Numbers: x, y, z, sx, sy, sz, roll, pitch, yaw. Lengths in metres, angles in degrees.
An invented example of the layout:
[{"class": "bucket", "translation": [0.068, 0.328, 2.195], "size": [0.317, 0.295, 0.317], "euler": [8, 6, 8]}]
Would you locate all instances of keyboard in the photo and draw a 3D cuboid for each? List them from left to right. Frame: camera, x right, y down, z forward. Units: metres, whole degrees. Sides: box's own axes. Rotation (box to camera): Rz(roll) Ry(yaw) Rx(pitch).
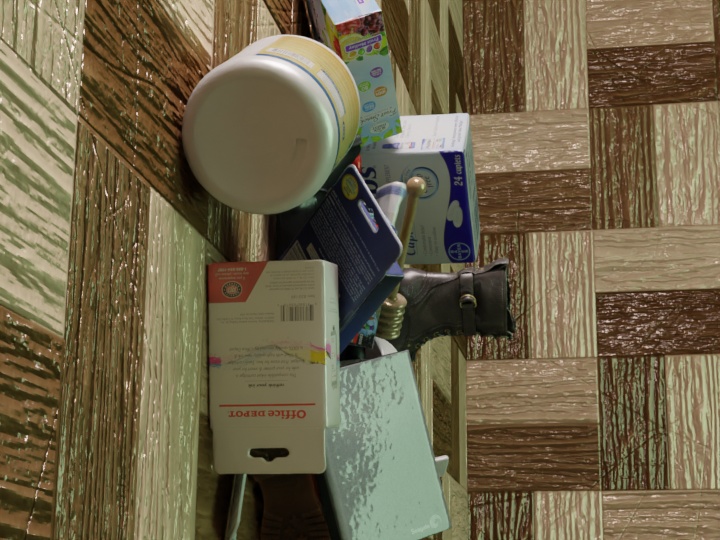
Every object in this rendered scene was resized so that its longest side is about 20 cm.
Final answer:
[{"class": "keyboard", "translation": [-0.114, 0.176, 1.424], "size": [0.056, 0.011, 0.200], "euler": [105, -8, -51]}]

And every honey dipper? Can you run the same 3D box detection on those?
[{"class": "honey dipper", "translation": [0.047, -0.015, 1.626], "size": [0.038, 0.038, 0.200], "euler": [-71, 175, -63]}]

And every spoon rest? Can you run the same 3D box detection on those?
[{"class": "spoon rest", "translation": [0.041, 0.166, 1.744], "size": [0.099, 0.060, 0.200], "euler": [98, -28, -49]}]

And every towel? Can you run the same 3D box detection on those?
[{"class": "towel", "translation": [0.022, -0.009, 1.756], "size": [0.147, 0.024, 0.201], "euler": [168, -67, -82]}]

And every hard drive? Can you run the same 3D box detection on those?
[{"class": "hard drive", "translation": [0.013, 0.197, 1.524], "size": [0.033, 0.139, 0.201], "euler": [-16, -93, 56]}]

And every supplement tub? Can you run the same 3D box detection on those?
[{"class": "supplement tub", "translation": [-0.078, -0.145, 1.362], "size": [0.200, 0.144, 0.145], "euler": [-61, 148, -70]}]

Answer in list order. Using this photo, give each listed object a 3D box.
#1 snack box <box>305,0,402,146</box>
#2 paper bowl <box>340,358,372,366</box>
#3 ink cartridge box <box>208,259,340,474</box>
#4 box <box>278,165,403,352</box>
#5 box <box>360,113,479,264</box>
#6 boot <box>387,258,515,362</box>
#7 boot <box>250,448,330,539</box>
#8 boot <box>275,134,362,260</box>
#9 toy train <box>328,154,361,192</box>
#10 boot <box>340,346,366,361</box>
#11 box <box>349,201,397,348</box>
[{"class": "snack box", "translation": [-0.014, -0.287, 1.819], "size": [0.200, 0.068, 0.169], "euler": [79, -11, -47]}, {"class": "paper bowl", "translation": [-0.024, 0.204, 1.650], "size": [0.201, 0.104, 0.201], "euler": [177, -90, -88]}, {"class": "ink cartridge box", "translation": [-0.082, 0.093, 1.372], "size": [0.067, 0.116, 0.201], "euler": [21, 68, -78]}, {"class": "box", "translation": [-0.027, 0.004, 1.437], "size": [0.032, 0.200, 0.121], "euler": [3, 47, -42]}, {"class": "box", "translation": [0.054, -0.107, 1.937], "size": [0.105, 0.199, 0.184], "euler": [-77, 162, -53]}, {"class": "boot", "translation": [0.111, 0.074, 1.828], "size": [0.069, 0.174, 0.200], "euler": [-77, 169, -60]}, {"class": "boot", "translation": [-0.071, 0.231, 1.543], "size": [0.107, 0.075, 0.201], "euler": [-80, 164, -67]}, {"class": "boot", "translation": [-0.046, -0.049, 1.663], "size": [0.165, 0.066, 0.201], "euler": [-24, 110, -50]}, {"class": "toy train", "translation": [-0.044, -0.122, 1.769], "size": [0.116, 0.084, 0.201], "euler": [145, -56, -86]}, {"class": "boot", "translation": [-0.007, 0.092, 1.919], "size": [0.200, 0.076, 0.169], "euler": [95, 4, -80]}, {"class": "box", "translation": [0.000, 0.000, 1.671], "size": [0.200, 0.038, 0.137], "euler": [-118, -141, -78]}]
